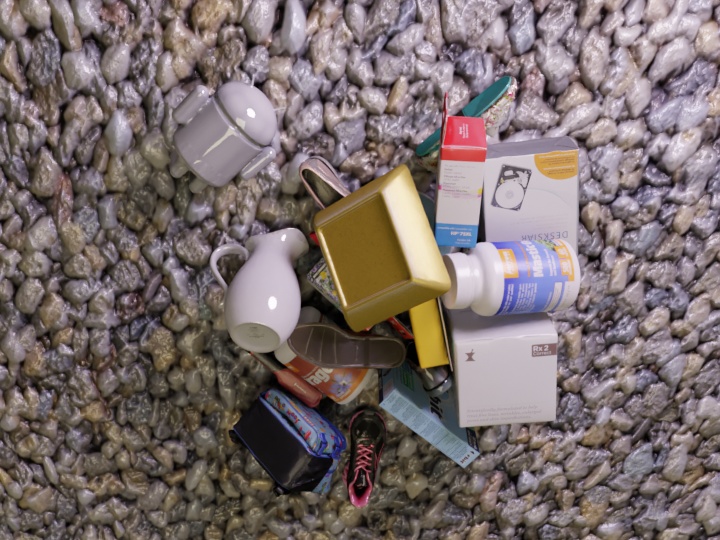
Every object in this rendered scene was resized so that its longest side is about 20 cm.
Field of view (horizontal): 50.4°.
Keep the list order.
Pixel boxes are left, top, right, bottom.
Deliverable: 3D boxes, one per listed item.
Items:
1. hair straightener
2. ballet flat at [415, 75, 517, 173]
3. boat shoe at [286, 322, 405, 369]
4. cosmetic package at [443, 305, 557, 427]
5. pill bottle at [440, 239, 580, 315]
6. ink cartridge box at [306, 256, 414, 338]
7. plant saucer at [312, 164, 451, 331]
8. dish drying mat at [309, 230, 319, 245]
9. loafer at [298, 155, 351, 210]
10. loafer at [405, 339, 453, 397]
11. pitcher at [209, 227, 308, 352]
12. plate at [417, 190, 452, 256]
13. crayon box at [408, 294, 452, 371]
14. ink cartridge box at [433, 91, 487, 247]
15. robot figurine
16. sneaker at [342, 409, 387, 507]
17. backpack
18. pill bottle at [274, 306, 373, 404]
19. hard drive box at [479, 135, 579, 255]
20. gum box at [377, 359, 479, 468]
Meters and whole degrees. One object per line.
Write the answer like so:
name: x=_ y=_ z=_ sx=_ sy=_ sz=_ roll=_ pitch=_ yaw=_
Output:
hair straightener: x=-0.155 y=0.173 z=1.379 sx=0.199 sy=0.077 sz=0.041 roll=34 pitch=94 yaw=-9
ballet flat: x=0.174 y=-0.223 z=1.203 sx=0.199 sy=0.076 sz=0.064 roll=-36 pitch=120 yaw=25
boat shoe: x=-0.026 y=0.132 z=1.272 sx=0.197 sy=0.068 sz=0.073 roll=12 pitch=83 yaw=-4
cosmetic package: x=0.231 y=0.135 z=1.293 sx=0.162 sy=0.201 sz=0.167 roll=-5 pitch=115 yaw=3
pill bottle: x=0.225 y=0.011 z=1.176 sx=0.197 sy=0.112 sz=0.114 roll=-3 pitch=116 yaw=-16
ink cartridge box: x=-0.003 y=0.062 z=1.279 sx=0.200 sy=0.109 sz=0.050 roll=44 pitch=83 yaw=-1
plant saucer: x=0.016 y=-0.028 z=1.146 sx=0.199 sy=0.048 sz=0.202 roll=-26 pitch=80 yaw=35
dish drying mat: x=0.000 y=0.000 z=1.284 sx=0.200 sy=0.018 sz=0.076 roll=47 pitch=152 yaw=-19
loafer: x=-0.031 y=-0.097 z=1.239 sx=0.072 sy=0.063 sz=0.200 roll=-41 pitch=94 yaw=19
loafer: x=0.108 y=0.142 z=1.300 sx=0.072 sy=0.200 sz=0.063 roll=-38 pitch=108 yaw=4
pitcher: x=-0.177 y=0.030 z=1.248 sx=0.169 sy=0.202 sz=0.122 roll=-4 pitch=138 yaw=11
plate: x=0.058 y=-0.050 z=1.305 sx=0.197 sy=0.026 sz=0.203 roll=0 pitch=114 yaw=0
crayon box: x=0.107 y=0.070 z=1.226 sx=0.051 sy=0.200 sz=0.128 roll=-11 pitch=105 yaw=5
ink cartridge box: x=0.148 y=-0.150 z=1.137 sx=0.066 sy=0.117 sz=0.202 roll=4 pitch=122 yaw=4
robot figurine: x=-0.209 y=-0.210 z=1.182 sx=0.199 sy=0.114 sz=0.169 roll=-39 pitch=129 yaw=17
sneaker: x=0.008 y=0.364 z=1.459 sx=0.078 sy=0.096 sz=0.203 roll=6 pitch=114 yaw=-1
backpack: x=-0.110 y=0.314 z=1.390 sx=0.135 sy=0.182 sz=0.200 roll=-52 pitch=148 yaw=3
pill bottle: x=-0.079 y=0.137 z=1.344 sx=0.199 sy=0.113 sz=0.112 roll=38 pitch=110 yaw=-15
hard drive box: x=0.273 y=-0.105 z=1.250 sx=0.153 sy=0.077 sz=0.203 roll=-6 pitch=115 yaw=3
gum box: x=0.117 y=0.231 z=1.355 sx=0.199 sy=0.170 sz=0.045 roll=39 pitch=109 yaw=-16
